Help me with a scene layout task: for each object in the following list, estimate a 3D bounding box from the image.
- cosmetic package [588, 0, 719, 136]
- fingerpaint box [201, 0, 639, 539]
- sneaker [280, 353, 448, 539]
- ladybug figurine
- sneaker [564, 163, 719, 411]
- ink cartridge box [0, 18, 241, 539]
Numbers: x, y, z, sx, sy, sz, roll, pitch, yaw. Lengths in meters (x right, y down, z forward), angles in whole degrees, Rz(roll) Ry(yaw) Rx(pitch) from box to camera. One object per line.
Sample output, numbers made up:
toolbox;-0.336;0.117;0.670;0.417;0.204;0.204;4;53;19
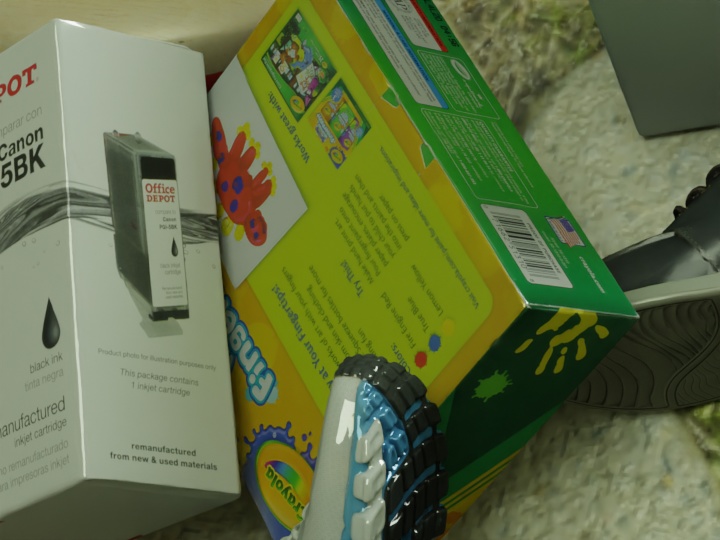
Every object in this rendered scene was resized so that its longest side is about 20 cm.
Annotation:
cosmetic package;0.149;-0.196;1.063;0.123;0.199;0.200;-10;60;13
fingerpaint box;0.000;0.000;1.042;0.167;0.073;0.200;-51;52;28
sneaker;-0.016;0.123;0.963;0.087;0.200;0.075;12;26;24
ladybug figurine;-0.105;-0.113;1.166;0.200;0.072;0.136;7;31;24
sneaker;0.156;-0.014;1.049;0.200;0.075;0.106;-18;47;8
ink cartridge box;-0.132;0.014;1.061;0.147;0.083;0.200;-25;64;43
